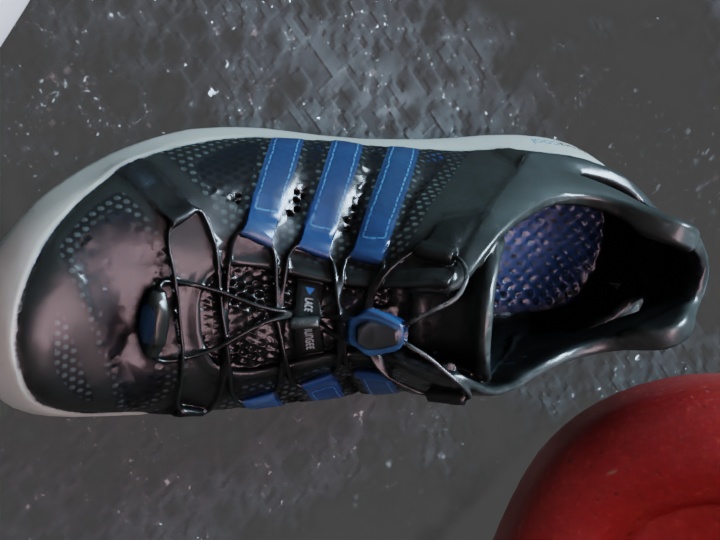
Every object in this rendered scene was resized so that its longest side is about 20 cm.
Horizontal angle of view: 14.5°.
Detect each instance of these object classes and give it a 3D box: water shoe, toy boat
[{"bbox_3d":[0.000,0.000,0.731,0.200,0.079,0.072,-12,110,-30],"label":"water shoe"},{"bbox_3d":[0.090,0.128,0.779,0.130,0.131,0.200,19,93,-4],"label":"toy boat"}]

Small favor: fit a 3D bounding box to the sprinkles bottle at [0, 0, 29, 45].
[{"bbox_3d":[-0.065,-0.148,0.652,0.068,0.068,0.200,34,84,-35],"label":"sprinkles bottle"}]
